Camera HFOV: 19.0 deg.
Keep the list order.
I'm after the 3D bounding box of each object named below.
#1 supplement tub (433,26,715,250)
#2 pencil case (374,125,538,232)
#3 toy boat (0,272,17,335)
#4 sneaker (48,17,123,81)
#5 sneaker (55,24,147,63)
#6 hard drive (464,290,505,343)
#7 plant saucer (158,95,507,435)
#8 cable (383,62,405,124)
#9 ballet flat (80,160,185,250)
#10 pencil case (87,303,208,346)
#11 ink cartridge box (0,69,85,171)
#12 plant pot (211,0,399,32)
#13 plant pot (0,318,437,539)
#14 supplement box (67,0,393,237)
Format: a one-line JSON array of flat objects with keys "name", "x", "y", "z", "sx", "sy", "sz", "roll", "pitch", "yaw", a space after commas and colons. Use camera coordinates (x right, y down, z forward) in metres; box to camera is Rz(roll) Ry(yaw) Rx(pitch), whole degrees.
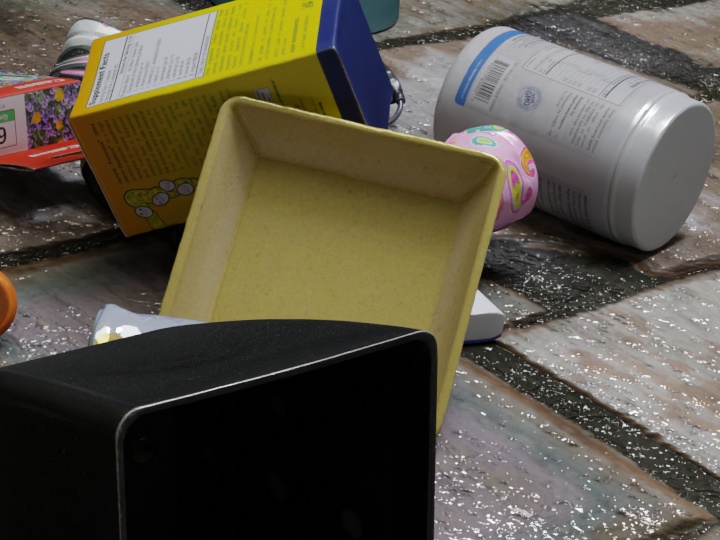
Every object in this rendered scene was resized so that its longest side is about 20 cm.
[{"name": "supplement tub", "x": 0.171, "y": -0.109, "z": 1.749, "sx": 0.199, "sy": 0.133, "sz": 0.132, "roll": 26, "pitch": 29, "yaw": 29}, {"name": "pencil case", "x": 0.051, "y": -0.048, "z": 1.564, "sx": 0.087, "sy": 0.088, "sz": 0.200, "roll": 23, "pitch": 28, "yaw": 27}, {"name": "toy boat", "x": -0.281, "y": 0.000, "z": 1.393, "sx": 0.130, "sy": 0.131, "sz": 0.200, "roll": 35, "pitch": 21, "yaw": -14}, {"name": "sneaker", "x": -0.165, "y": -0.121, "z": 1.743, "sx": 0.199, "sy": 0.080, "sz": 0.087, "roll": 23, "pitch": 58, "yaw": 10}, {"name": "sneaker", "x": -0.150, "y": -0.181, "z": 1.838, "sx": 0.199, "sy": 0.076, "sz": 0.115, "roll": 6, "pitch": 24, "yaw": 12}, {"name": "hard drive", "x": 0.000, "y": 0.000, "z": 1.576, "sx": 0.131, "sy": 0.025, "sz": 0.200, "roll": -4, "pitch": 28, "yaw": -27}, {"name": "plant saucer", "x": -0.020, "y": 0.003, "z": 1.427, "sx": 0.199, "sy": 0.201, "sz": 0.048, "roll": 14, "pitch": -15, "yaw": 8}, {"name": "cable", "x": -0.059, "y": -0.174, "z": 1.917, "sx": 0.162, "sy": 0.051, "sz": 0.200, "roll": -7, "pitch": 33, "yaw": -22}, {"name": "ballet flat", "x": -0.145, "y": -0.058, "z": 1.609, "sx": 0.066, "sy": 0.057, "sz": 0.200, "roll": -15, "pitch": 32, "yaw": -36}, {"name": "pencil case", "x": -0.074, "y": 0.074, "z": 1.318, "sx": 0.199, "sy": 0.084, "sz": 0.091, "roll": 8, "pitch": 11, "yaw": -6}, {"name": "ink cartridge box", "x": -0.275, "y": -0.119, "z": 1.651, "sx": 0.199, "sy": 0.051, "sz": 0.109, "roll": 11, "pitch": 20, "yaw": 42}, {"name": "plant pot", "x": -0.047, "y": -0.343, "z": 2.141, "sx": 0.199, "sy": 0.162, "sz": 0.201, "roll": 8, "pitch": 25, "yaw": -4}, {"name": "plant pot", "x": -0.092, "y": 0.125, "z": 1.096, "sx": 0.199, "sy": 0.201, "sz": 0.177, "roll": -14, "pitch": 20, "yaw": -40}, {"name": "supplement box", "x": -0.088, "y": -0.117, "z": 1.517, "sx": 0.199, "sy": 0.110, "sz": 0.109, "roll": -13, "pitch": 35, "yaw": 15}]
